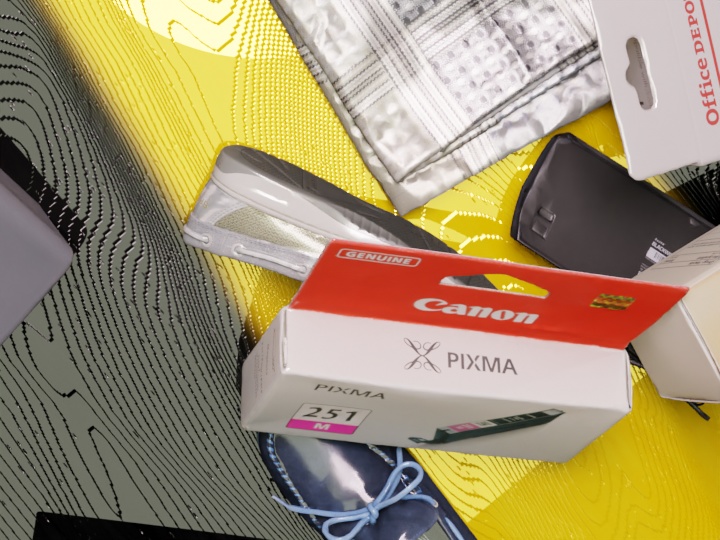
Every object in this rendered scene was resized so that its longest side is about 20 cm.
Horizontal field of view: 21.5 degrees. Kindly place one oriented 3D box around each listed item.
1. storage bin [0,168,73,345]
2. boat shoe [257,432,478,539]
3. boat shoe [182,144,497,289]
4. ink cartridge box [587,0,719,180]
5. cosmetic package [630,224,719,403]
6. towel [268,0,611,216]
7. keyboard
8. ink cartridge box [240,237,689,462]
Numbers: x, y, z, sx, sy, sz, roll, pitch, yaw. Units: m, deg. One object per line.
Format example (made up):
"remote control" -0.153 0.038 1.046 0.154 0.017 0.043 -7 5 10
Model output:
"storage bin" -0.264 -0.002 1.029 0.200 0.146 0.134 -48 125 1
"boat shoe" 0.026 0.147 1.094 0.200 0.069 0.084 39 92 -8
"boat shoe" -0.001 0.000 1.076 0.202 0.074 0.065 27 104 -8
"ink cartridge box" 0.208 -0.127 1.054 0.200 0.068 0.116 -17 97 -20
"cosmetic package" 0.250 -0.006 1.060 0.200 0.105 0.071 -30 96 -12
"towel" 0.055 -0.158 1.079 0.193 0.035 0.200 -33 99 -1
"keyboard" 0.170 0.012 1.116 0.200 0.040 0.104 33 73 -9
"ink cartridge box" 0.053 0.049 1.014 0.200 0.174 0.044 7 65 -15
